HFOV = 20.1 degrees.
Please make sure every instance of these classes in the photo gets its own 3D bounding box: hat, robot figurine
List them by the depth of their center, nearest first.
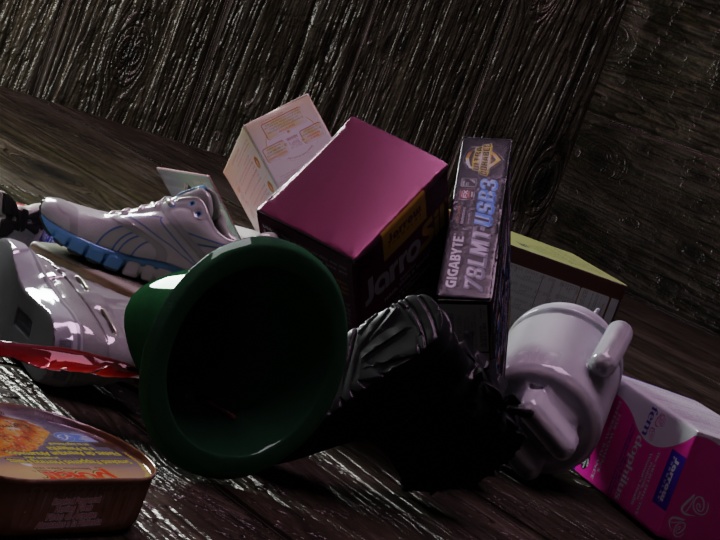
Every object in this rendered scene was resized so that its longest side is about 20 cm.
[{"bbox_3d":[-0.135,0.035,1.390,0.199,0.167,0.175,22,0,-44],"label":"hat"},{"bbox_3d":[0.172,0.103,1.823,0.113,0.169,0.200,52,31,-12],"label":"robot figurine"}]

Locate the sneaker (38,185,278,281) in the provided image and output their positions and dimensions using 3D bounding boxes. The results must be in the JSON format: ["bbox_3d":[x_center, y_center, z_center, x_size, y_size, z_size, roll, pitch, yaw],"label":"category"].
[{"bbox_3d":[-0.152,-0.032,1.583,0.199,0.087,0.075,20,8,6],"label":"sneaker"}]

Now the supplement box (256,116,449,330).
[{"bbox_3d":[0.000,0.000,1.653,0.103,0.131,0.201,28,-34,27],"label":"supplement box"}]

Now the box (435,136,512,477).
[{"bbox_3d":[0.096,0.029,1.662,0.049,0.200,0.201,4,43,7],"label":"box"}]

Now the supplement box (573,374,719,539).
[{"bbox_3d":[0.284,0.174,1.822,0.103,0.102,0.200,19,6,-20],"label":"supplement box"}]

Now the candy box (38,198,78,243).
[{"bbox_3d":[-0.179,0.016,1.797,0.168,0.078,0.200,19,7,-32],"label":"candy box"}]

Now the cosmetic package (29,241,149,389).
[{"bbox_3d":[-0.166,0.047,1.588,0.199,0.072,0.105,24,8,27],"label":"cosmetic package"}]

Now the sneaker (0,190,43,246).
[{"bbox_3d":[-0.347,-0.038,1.823,0.084,0.078,0.200,11,-5,22],"label":"sneaker"}]

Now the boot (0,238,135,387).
[{"bbox_3d":[-0.213,0.037,1.516,0.095,0.074,0.200,8,20,-29],"label":"boot"}]

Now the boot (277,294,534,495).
[{"bbox_3d":[0.016,0.111,1.478,0.163,0.197,0.074,53,10,-47],"label":"boot"}]

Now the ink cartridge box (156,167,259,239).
[{"bbox_3d":[-0.114,-0.024,1.915,0.044,0.177,0.200,-28,14,-15],"label":"ink cartridge box"}]

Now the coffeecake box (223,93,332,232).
[{"bbox_3d":[-0.041,-0.040,1.872,0.201,0.073,0.154,61,-16,6],"label":"coffeecake box"}]

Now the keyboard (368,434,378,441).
[{"bbox_3d":[0.025,0.126,1.782,0.126,0.021,0.200,21,7,8],"label":"keyboard"}]

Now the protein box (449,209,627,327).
[{"bbox_3d":[0.207,0.030,2.679,0.199,0.136,0.198,19,7,-19],"label":"protein box"}]

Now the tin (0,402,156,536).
[{"bbox_3d":[-0.195,0.109,1.122,0.111,0.042,0.200,19,5,30],"label":"tin"}]
